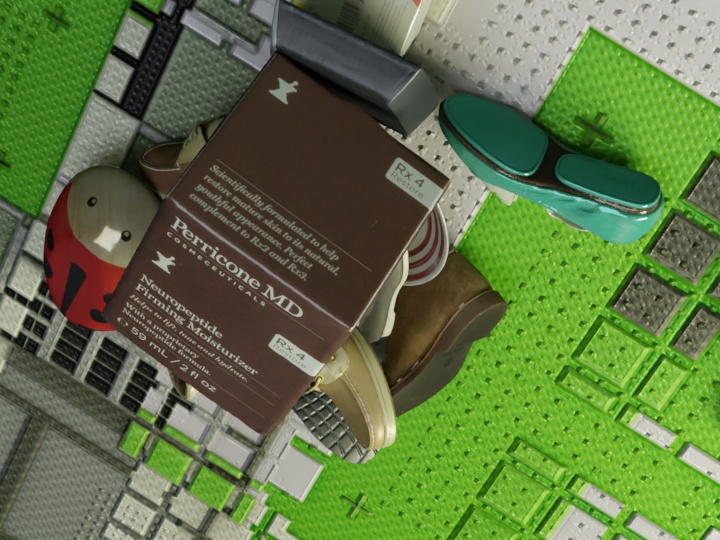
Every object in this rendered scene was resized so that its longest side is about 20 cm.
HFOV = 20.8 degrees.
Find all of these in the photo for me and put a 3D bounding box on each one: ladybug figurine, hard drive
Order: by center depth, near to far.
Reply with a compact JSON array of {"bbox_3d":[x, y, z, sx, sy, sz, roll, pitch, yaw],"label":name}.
[{"bbox_3d":[-0.006,-0.153,1.519,0.134,0.200,0.043,27,89,6],"label":"hard drive"},{"bbox_3d":[-0.228,-0.009,1.730,0.136,0.072,0.201,40,145,11],"label":"ladybug figurine"}]

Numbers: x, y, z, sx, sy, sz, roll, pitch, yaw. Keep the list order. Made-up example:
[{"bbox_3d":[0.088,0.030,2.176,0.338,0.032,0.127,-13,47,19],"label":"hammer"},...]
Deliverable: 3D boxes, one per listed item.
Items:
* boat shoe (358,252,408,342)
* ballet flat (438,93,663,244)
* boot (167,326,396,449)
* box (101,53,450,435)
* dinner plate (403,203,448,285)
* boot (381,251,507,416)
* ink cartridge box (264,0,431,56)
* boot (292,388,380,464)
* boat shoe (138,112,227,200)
[{"bbox_3d":[0.000,0.000,1.616,0.056,0.067,0.201,-16,148,-15],"label":"boat shoe"},{"bbox_3d":[0.146,-0.073,1.580,0.199,0.068,0.071,25,139,9],"label":"ballet flat"},{"bbox_3d":[-0.072,0.080,1.597,0.201,0.154,0.073,61,155,9],"label":"boot"},{"bbox_3d":[-0.067,-0.016,1.472,0.165,0.165,0.200,36,146,-1],"label":"box"},{"bbox_3d":[-0.004,-0.070,1.631,0.199,0.024,0.201,29,146,22],"label":"dinner plate"},{"bbox_3d":[0.050,0.062,1.705,0.076,0.073,0.200,53,130,19],"label":"boot"},{"bbox_3d":[-0.032,-0.262,1.537,0.199,0.068,0.117,27,124,4],"label":"ink cartridge box"},{"bbox_3d":[-0.055,0.081,1.720,0.068,0.131,0.200,-43,93,-5],"label":"boot"},{"bbox_3d":[-0.108,-0.097,1.638,0.199,0.076,0.074,7,127,39],"label":"boat shoe"}]
